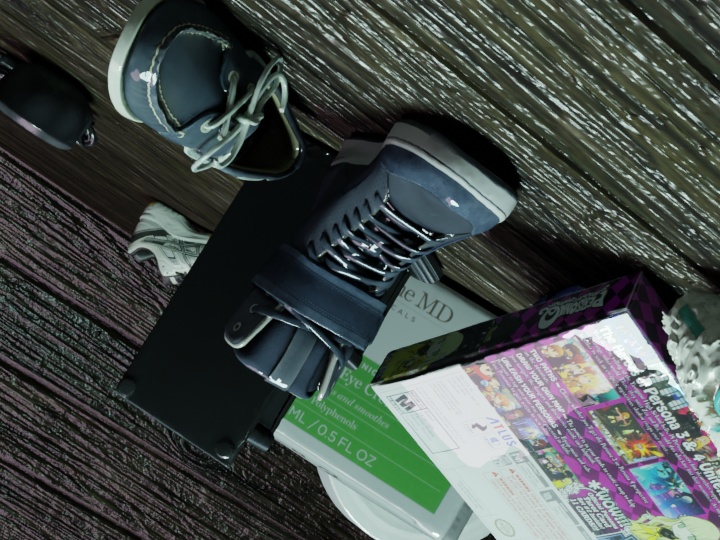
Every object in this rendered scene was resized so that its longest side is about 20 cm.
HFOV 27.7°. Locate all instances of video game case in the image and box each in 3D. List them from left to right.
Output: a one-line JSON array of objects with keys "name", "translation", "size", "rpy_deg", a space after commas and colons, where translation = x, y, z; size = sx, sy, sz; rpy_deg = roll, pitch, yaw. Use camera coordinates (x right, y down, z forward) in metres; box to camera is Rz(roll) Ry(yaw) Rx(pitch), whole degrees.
[{"name": "video game case", "translation": [0.130, 0.104, 0.810], "size": [0.180, 0.036, 0.200], "rpy_deg": [-20, 117, 42]}]

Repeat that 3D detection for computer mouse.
[{"name": "computer mouse", "translation": [-0.293, -0.163, 1.353], "size": [0.138, 0.053, 0.200], "rpy_deg": [36, -177, -15]}]

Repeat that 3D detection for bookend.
[{"name": "bookend", "translation": [-0.045, 0.038, 0.988], "size": [0.092, 0.201, 0.199], "rpy_deg": [30, 172, 18]}]

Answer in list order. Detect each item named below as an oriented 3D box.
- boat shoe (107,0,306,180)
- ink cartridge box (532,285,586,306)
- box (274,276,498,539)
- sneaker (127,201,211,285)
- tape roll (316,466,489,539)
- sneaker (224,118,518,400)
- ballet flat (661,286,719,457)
[{"name": "boat shoe", "translation": [-0.075, -0.088, 0.771], "size": [0.061, 0.075, 0.200], "rpy_deg": [32, 174, 14]}, {"name": "ink cartridge box", "translation": [0.158, 0.079, 0.896], "size": [0.199, 0.077, 0.136], "rpy_deg": [34, 173, 0]}, {"name": "box", "translation": [0.031, 0.098, 1.181], "size": [0.198, 0.172, 0.200], "rpy_deg": [31, 172, 11]}, {"name": "sneaker", "translation": [-0.213, -0.009, 1.882], "size": [0.199, 0.088, 0.076], "rpy_deg": [27, 170, 26]}, {"name": "tape roll", "translation": [0.057, 0.158, 1.351], "size": [0.201, 0.204, 0.071], "rpy_deg": [33, 172, -9]}, {"name": "sneaker", "translation": [0.001, 0.001, 0.762], "size": [0.077, 0.147, 0.202], "rpy_deg": [35, 171, -13]}, {"name": "ballet flat", "translation": [0.200, 0.068, 0.709], "size": [0.071, 0.072, 0.200], "rpy_deg": [25, 164, 44]}]
